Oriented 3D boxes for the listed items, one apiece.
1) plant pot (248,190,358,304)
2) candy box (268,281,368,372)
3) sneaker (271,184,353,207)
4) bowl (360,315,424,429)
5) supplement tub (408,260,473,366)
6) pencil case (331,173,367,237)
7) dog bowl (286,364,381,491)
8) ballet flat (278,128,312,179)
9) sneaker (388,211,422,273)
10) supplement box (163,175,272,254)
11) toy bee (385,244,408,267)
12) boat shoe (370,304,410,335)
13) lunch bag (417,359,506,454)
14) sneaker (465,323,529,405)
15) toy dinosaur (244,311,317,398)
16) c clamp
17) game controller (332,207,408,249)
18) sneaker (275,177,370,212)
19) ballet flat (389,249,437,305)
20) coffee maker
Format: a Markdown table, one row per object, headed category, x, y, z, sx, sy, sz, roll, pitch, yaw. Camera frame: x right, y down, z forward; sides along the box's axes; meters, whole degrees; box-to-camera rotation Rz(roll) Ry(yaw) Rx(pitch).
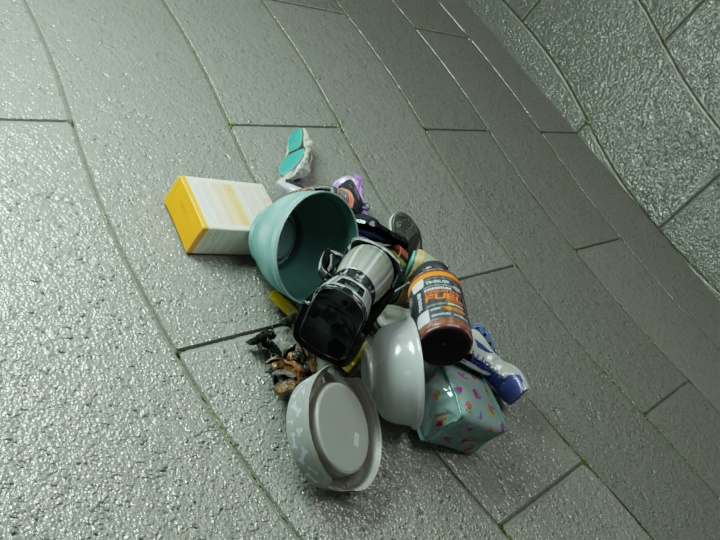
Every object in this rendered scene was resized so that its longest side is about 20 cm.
| category | x | y | z | sx | sy | sz | roll | pitch | yaw |
| --- | --- | --- | --- | --- | --- | --- | --- | --- | --- |
| plant pot | -0.118 | -0.051 | 1.518 | 0.133 | 0.204 | 0.198 | 16 | 11 | 42 |
| candy box | -0.074 | 0.097 | 1.555 | 0.200 | 0.026 | 0.102 | 43 | 19 | 5 |
| sneaker | -0.113 | -0.138 | 1.648 | 0.082 | 0.197 | 0.079 | 30 | 55 | -57 |
| bowl | 0.051 | 0.184 | 1.500 | 0.089 | 0.203 | 0.203 | -2 | 46 | -9 |
| supplement tub | 0.142 | 0.071 | 1.546 | 0.106 | 0.107 | 0.202 | 26 | 33 | -24 |
| pencil case | -0.017 | -0.116 | 1.829 | 0.083 | 0.086 | 0.202 | 21 | 38 | -34 |
| dog bowl | -0.043 | 0.255 | 1.341 | 0.199 | 0.058 | 0.203 | 34 | 47 | -46 |
| ballet flat | -0.134 | -0.247 | 1.875 | 0.071 | 0.072 | 0.202 | 31 | 35 | -18 |
| sneaker | 0.087 | -0.027 | 1.797 | 0.083 | 0.120 | 0.203 | -31 | 106 | -32 |
| supplement box | -0.250 | -0.099 | 1.566 | 0.198 | 0.074 | 0.127 | 2 | 50 | -46 |
| toy bee | 0.000 | 0.000 | 1.693 | 0.130 | 0.199 | 0.110 | 28 | 71 | -31 |
| boat shoe | 0.098 | 0.119 | 1.709 | 0.198 | 0.060 | 0.075 | 12 | 62 | -37 |
| lunch bag | 0.170 | 0.226 | 1.595 | 0.169 | 0.121 | 0.202 | 27 | 37 | -44 |
| sneaker | 0.254 | 0.202 | 1.777 | 0.114 | 0.081 | 0.200 | -4 | 48 | -45 |
| toy dinosaur | -0.119 | 0.154 | 1.427 | 0.137 | 0.101 | 0.200 | 60 | -5 | 0 |
| c clamp | -0.029 | 0.000 | 1.613 | 0.201 | 0.170 | 0.027 | 51 | 6 | -4 |
| game controller | 0.023 | -0.077 | 1.633 | 0.103 | 0.043 | 0.199 | 27 | 2 | 26 |
| sneaker | -0.076 | -0.151 | 1.762 | 0.198 | 0.076 | 0.114 | 33 | 58 | 11 |
| ballet flat | 0.105 | 0.028 | 1.698 | 0.062 | 0.201 | 0.070 | 19 | 60 | -6 |
| coffee maker | -0.020 | 0.071 | 1.412 | 0.132 | 0.195 | 0.200 | 9 | 27 | 17 |
